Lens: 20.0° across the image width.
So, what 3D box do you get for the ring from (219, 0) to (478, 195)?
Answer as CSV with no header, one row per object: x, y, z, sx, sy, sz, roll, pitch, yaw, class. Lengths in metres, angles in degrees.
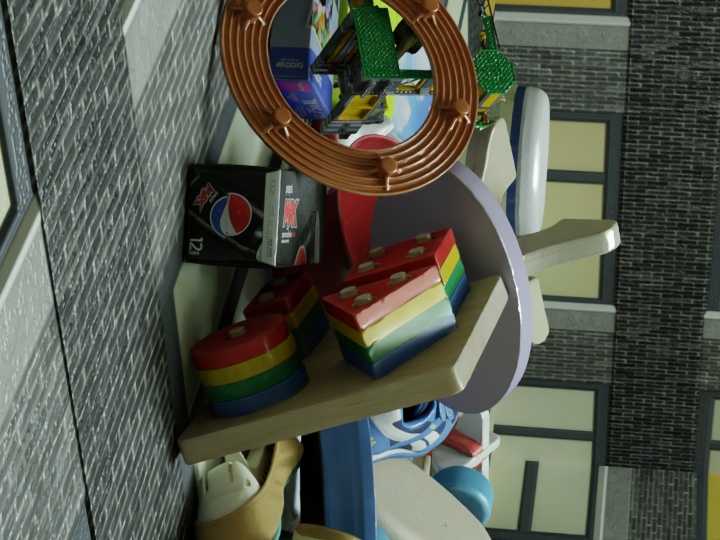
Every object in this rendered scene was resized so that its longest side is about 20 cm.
-0.004,-0.146,1.433,0.019,0.200,0.201,-41,-144,56,ring

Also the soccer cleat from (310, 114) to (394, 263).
-0.006,-0.044,1.761,0.069,0.085,0.200,-126,-149,-63,soccer cleat

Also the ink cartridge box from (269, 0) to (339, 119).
-0.044,-0.202,1.640,0.119,0.042,0.200,57,39,-76,ink cartridge box

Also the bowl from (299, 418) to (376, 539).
-0.020,0.186,1.576,0.201,0.039,0.201,179,-90,-83,bowl

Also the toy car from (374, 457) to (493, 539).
0.001,0.266,1.820,0.200,0.177,0.184,-45,-163,31,toy car

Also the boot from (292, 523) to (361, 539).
-0.030,0.277,1.396,0.200,0.072,0.155,74,31,-60,boot

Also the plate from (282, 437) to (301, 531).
-0.057,0.123,1.704,0.200,0.032,0.200,-46,139,-77,plate

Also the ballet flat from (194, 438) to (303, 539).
-0.088,0.155,1.453,0.063,0.069,0.200,62,14,-14,ballet flat

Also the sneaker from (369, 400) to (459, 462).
0.044,0.117,1.769,0.082,0.074,0.200,-44,167,27,sneaker

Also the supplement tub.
0.076,-0.107,1.943,0.145,0.200,0.145,3,90,-82,supplement tub

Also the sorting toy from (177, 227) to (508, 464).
-0.016,0.043,1.405,0.199,0.200,0.070,-54,126,-68,sorting toy

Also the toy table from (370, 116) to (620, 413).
0.091,-0.008,1.550,0.117,0.184,0.200,-35,131,-48,toy table

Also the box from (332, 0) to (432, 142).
0.016,-0.175,1.806,0.200,0.048,0.122,38,53,-54,box

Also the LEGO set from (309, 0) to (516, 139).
0.026,-0.185,1.549,0.116,0.154,0.200,-46,-122,60,LEGO set

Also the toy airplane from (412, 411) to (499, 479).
0.035,0.147,1.939,0.199,0.141,0.200,-39,-111,63,toy airplane

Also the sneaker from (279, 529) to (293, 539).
-0.086,0.244,1.461,0.200,0.077,0.089,-46,149,-68,sneaker

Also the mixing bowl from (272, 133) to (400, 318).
0.000,0.000,1.659,0.200,0.108,0.200,36,43,-43,mixing bowl

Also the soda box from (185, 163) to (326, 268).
-0.070,-0.038,1.433,0.200,0.063,0.071,-10,103,-81,soda box
